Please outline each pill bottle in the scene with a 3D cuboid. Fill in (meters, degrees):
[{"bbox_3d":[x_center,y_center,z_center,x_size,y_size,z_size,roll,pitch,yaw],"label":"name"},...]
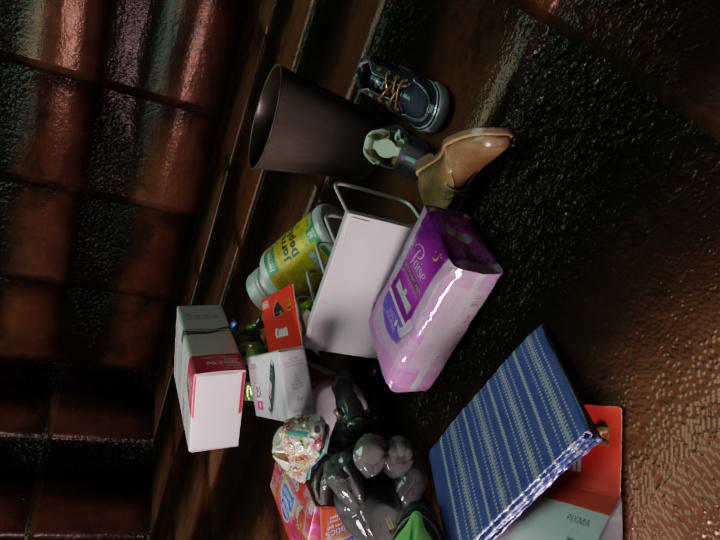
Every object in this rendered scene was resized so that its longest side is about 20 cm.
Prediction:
[{"bbox_3d":[-0.101,-0.013,1.058,0.199,0.112,0.115,-37,44,26],"label":"pill bottle"},{"bbox_3d":[-0.070,0.209,0.984,0.199,0.107,0.113,-174,93,-66],"label":"pill bottle"}]

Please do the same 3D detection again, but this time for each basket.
[{"bbox_3d":[-0.070,-0.232,1.043,0.138,0.195,0.182,-103,32,-41],"label":"basket"}]

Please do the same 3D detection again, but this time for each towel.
[{"bbox_3d":[0.134,0.167,0.587,0.202,0.023,0.146,-56,21,25],"label":"towel"}]

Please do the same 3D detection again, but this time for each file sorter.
[{"bbox_3d":[0.000,0.000,0.873,0.125,0.136,0.204,-117,43,-57],"label":"file sorter"}]

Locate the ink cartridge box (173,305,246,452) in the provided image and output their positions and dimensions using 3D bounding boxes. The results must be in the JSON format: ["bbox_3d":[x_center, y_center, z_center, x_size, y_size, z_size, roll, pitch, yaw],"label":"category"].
[{"bbox_3d":[-0.252,0.169,1.019,0.200,0.082,0.148,-129,44,-55],"label":"ink cartridge box"}]

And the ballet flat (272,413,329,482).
[{"bbox_3d":[-0.082,0.224,0.799,0.201,0.062,0.077,110,169,-59],"label":"ballet flat"}]

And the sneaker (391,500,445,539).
[{"bbox_3d":[0.068,0.316,0.637,0.084,0.075,0.204,-70,-19,-53],"label":"sneaker"}]

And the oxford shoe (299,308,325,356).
[{"bbox_3d":[-0.038,0.066,1.045,0.074,0.070,0.201,55,135,23],"label":"oxford shoe"}]

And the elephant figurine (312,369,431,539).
[{"bbox_3d":[0.000,0.247,0.806,0.156,0.141,0.199,-49,18,-10],"label":"elephant figurine"}]

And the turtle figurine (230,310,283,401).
[{"bbox_3d":[-0.157,0.151,1.111,0.145,0.199,0.194,-51,9,9],"label":"turtle figurine"}]

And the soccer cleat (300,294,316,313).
[{"bbox_3d":[-0.095,0.014,1.177,0.202,0.067,0.082,-56,16,25],"label":"soccer cleat"}]

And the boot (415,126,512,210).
[{"bbox_3d":[0.121,-0.114,0.732,0.200,0.072,0.078,153,117,-73],"label":"boot"}]

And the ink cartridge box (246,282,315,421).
[{"bbox_3d":[-0.126,0.122,0.898,0.199,0.043,0.178,157,103,-66],"label":"ink cartridge box"}]

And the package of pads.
[{"bbox_3d":[0.080,0.038,0.748,0.203,0.074,0.122,-64,31,33],"label":"package of pads"}]

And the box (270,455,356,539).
[{"bbox_3d":[-0.065,0.339,0.938,0.200,0.093,0.102,-140,62,-63],"label":"box"}]

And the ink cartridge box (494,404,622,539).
[{"bbox_3d":[0.153,0.220,0.544,0.162,0.056,0.206,161,111,-64],"label":"ink cartridge box"}]

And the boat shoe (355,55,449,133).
[{"bbox_3d":[0.054,-0.258,0.903,0.201,0.089,0.072,-122,47,-57],"label":"boat shoe"}]

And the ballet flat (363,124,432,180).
[{"bbox_3d":[0.044,-0.184,0.927,0.200,0.071,0.075,-134,58,-62],"label":"ballet flat"}]
